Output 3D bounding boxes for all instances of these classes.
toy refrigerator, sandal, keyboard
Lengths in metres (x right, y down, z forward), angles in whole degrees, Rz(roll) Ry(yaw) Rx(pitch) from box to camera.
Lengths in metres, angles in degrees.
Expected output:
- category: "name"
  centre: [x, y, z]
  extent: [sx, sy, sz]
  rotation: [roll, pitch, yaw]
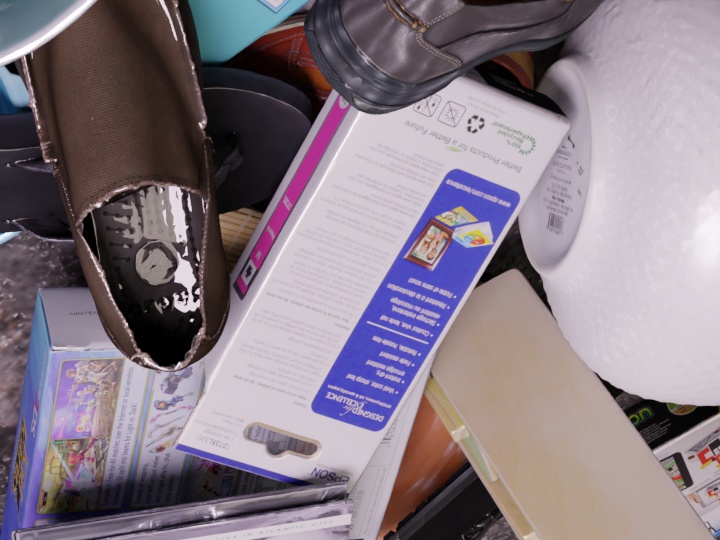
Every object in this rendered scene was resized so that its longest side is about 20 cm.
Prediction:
- category: "toy refrigerator"
  centre: [0.093, 0.097, 1.002]
  extent: [0.070, 0.200, 0.076]
  rotation: [-28, 135, -4]
- category: "sandal"
  centre: [-0.114, -0.036, 0.918]
  extent: [0.199, 0.043, 0.076]
  rotation: [-10, 138, -9]
- category: "keyboard"
  centre: [0.081, 0.096, 1.144]
  extent: [0.200, 0.021, 0.127]
  rotation: [-39, 159, -18]

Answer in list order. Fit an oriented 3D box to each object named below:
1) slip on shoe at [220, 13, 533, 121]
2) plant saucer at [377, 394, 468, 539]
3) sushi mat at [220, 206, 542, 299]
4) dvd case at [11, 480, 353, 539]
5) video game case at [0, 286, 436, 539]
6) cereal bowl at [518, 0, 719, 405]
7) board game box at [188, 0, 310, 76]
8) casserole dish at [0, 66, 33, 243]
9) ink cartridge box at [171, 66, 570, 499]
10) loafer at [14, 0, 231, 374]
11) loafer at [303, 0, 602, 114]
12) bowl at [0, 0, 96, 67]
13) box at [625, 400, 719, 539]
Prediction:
- category: "slip on shoe"
  centre: [-0.016, -0.071, 0.973]
  extent: [0.199, 0.061, 0.074]
  rotation: [-16, 137, -4]
- category: "plant saucer"
  centre: [-0.031, 0.075, 1.103]
  extent: [0.199, 0.038, 0.201]
  rotation: [-10, 135, -10]
- category: "sushi mat"
  centre: [-0.008, 0.024, 1.098]
  extent: [0.199, 0.012, 0.096]
  rotation: [17, 123, -33]
- category: "dvd case"
  centre: [-0.081, 0.155, 1.035]
  extent: [0.148, 0.016, 0.200]
  rotation: [-8, 151, -8]
- category: "video game case"
  centre: [-0.073, 0.091, 1.044]
  extent: [0.180, 0.046, 0.201]
  rotation: [-2, 133, -20]
- category: "cereal bowl"
  centre: [0.122, -0.042, 0.958]
  extent: [0.083, 0.201, 0.201]
  rotation: [4, 130, -16]
- category: "board game box"
  centre: [-0.047, -0.174, 0.871]
  extent: [0.199, 0.047, 0.151]
  rotation: [-34, 136, 11]
- category: "casserole dish"
  centre: [-0.226, -0.045, 0.930]
  extent: [0.199, 0.039, 0.122]
  rotation: [-18, 136, -3]
- category: "ink cartridge box"
  centre: [0.000, 0.000, 0.943]
  extent: [0.094, 0.037, 0.201]
  rotation: [19, 108, -31]
- category: "loafer"
  centre: [-0.086, -0.050, 0.850]
  extent: [0.073, 0.071, 0.201]
  rotation: [-18, 109, -6]
- category: "loafer"
  centre: [0.067, -0.127, 0.885]
  extent: [0.200, 0.073, 0.072]
  rotation: [-39, -178, -39]
- category: "bowl"
  centre: [-0.153, -0.171, 0.761]
  extent: [0.199, 0.105, 0.202]
  rotation: [1, 105, 3]
- category: "box"
  centre: [0.220, 0.091, 1.236]
  extent: [0.199, 0.035, 0.110]
  rotation: [-30, 135, 8]
